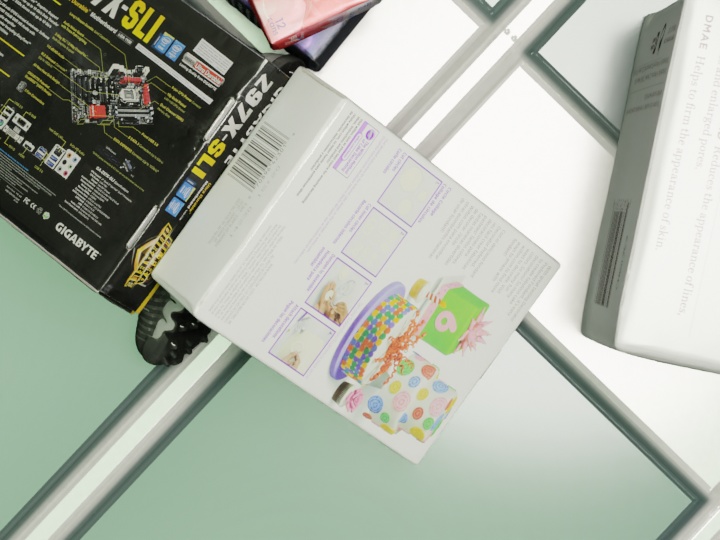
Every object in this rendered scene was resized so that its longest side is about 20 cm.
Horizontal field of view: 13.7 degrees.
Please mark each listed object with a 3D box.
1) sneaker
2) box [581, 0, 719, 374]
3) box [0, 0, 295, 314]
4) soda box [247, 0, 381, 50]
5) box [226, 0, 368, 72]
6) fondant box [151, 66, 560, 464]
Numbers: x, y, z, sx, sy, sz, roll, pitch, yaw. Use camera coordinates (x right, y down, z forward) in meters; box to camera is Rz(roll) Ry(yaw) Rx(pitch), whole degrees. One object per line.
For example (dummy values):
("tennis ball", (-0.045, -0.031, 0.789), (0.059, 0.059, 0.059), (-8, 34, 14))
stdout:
("sneaker", (-0.101, -0.046, 1.729), (0.090, 0.066, 0.201), (27, 107, 24))
("box", (0.211, -0.042, 1.663), (0.130, 0.199, 0.201), (12, 91, -2))
("box", (-0.155, -0.094, 1.685), (0.200, 0.049, 0.160), (36, 89, 30))
("soda box", (-0.058, -0.223, 1.619), (0.070, 0.063, 0.201), (-24, 91, -1))
("box", (-0.055, -0.232, 1.703), (0.200, 0.104, 0.148), (38, 90, -1))
("fondant box", (0.000, 0.000, 1.679), (0.200, 0.058, 0.145), (36, 90, -38))
